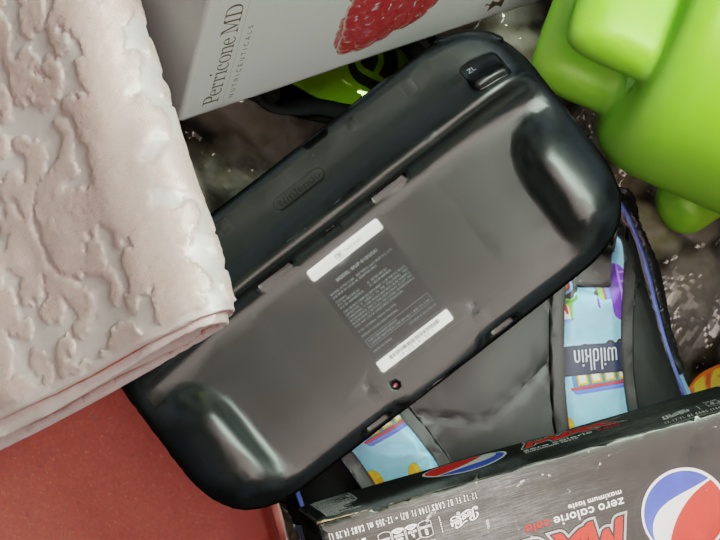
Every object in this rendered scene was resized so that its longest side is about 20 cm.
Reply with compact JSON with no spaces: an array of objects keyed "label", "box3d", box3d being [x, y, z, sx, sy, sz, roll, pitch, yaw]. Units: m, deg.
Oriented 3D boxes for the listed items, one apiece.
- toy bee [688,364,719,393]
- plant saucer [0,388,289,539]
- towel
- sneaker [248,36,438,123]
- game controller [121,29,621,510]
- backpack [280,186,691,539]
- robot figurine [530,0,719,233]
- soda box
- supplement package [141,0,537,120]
[{"label":"toy bee","box3d":[0.168,0.089,1.222,0.108,0.200,0.131,15,129,13]},{"label":"plant saucer","box3d":[-0.115,0.121,1.148,0.200,0.037,0.200,-13,99,20]},{"label":"towel","box3d":[-0.143,-0.039,1.075,0.032,0.191,0.200,-3,69,-51]},{"label":"sneaker","box3d":[-0.048,-0.110,1.155,0.199,0.083,0.071,24,96,-13]},{"label":"game controller","box3d":[0.000,0.000,1.069,0.200,0.042,0.104,-37,94,0]},{"label":"backpack","box3d":[0.053,0.076,1.164,0.182,0.135,0.200,-21,98,-6]},{"label":"robot figurine","box3d":[0.171,-0.071,1.086,0.200,0.175,0.116,23,69,-9]},{"label":"soda box","box3d":[0.082,0.098,1.071,0.199,0.063,0.071,-15,95,-7]},{"label":"supplement package","box3d":[-0.005,-0.163,1.091,0.200,0.121,0.120,-21,62,-26]}]
